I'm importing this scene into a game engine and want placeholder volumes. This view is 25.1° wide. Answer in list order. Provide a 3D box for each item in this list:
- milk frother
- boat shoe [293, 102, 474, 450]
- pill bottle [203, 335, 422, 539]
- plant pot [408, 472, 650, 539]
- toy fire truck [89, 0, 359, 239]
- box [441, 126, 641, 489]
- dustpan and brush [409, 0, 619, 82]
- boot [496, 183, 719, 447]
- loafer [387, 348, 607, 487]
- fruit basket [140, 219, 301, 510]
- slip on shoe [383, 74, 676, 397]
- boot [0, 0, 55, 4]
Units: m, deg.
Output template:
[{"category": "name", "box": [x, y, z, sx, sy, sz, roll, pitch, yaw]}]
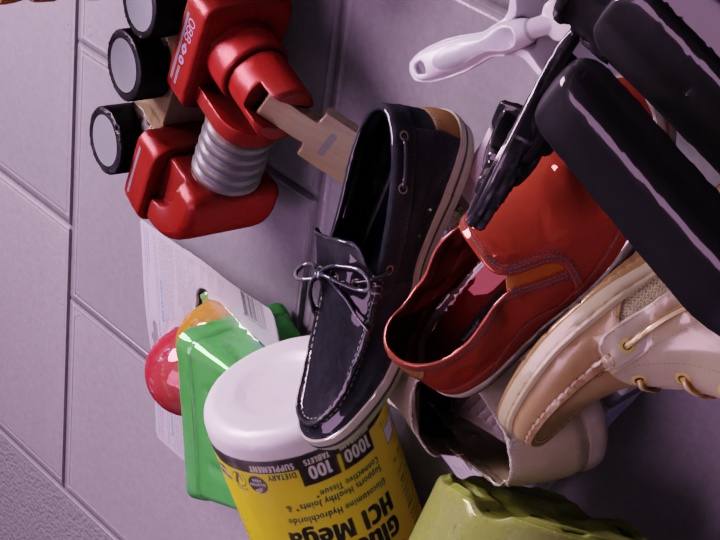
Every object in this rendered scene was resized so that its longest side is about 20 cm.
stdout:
[{"category": "milk frother", "box": [0.156, -0.048, 0.679, 0.188, 0.180, 0.200, 49, 167, 8]}, {"category": "boat shoe", "box": [0.000, 0.000, 0.887, 0.075, 0.062, 0.200, 23, 94, 55]}, {"category": "pill bottle", "box": [-0.019, 0.151, 1.037, 0.112, 0.112, 0.200, 15, 133, 45]}, {"category": "plant pot", "box": [0.075, 0.216, 0.868, 0.200, 0.200, 0.190, 19, 93, 43]}, {"category": "toy fire truck", "box": [-0.061, -0.079, 1.006, 0.200, 0.129, 0.176, 56, 141, 30]}, {"category": "box", "box": [0.088, 0.034, 0.931, 0.156, 0.041, 0.200, 53, 138, 19]}, {"category": "dustpan and brush", "box": [0.106, -0.128, 0.818, 0.200, 0.057, 0.140, -12, 98, 51]}, {"category": "boot", "box": [0.177, 0.059, 0.778, 0.200, 0.073, 0.156, -43, 75, 17]}, {"category": "loafer", "box": [0.046, 0.060, 0.905, 0.200, 0.068, 0.076, 25, 124, 41]}, {"category": "fruit basket", "box": [-0.101, 0.076, 1.151, 0.200, 0.094, 0.186, 35, 133, 55]}, {"category": "slip on shoe", "box": [0.082, -0.015, 0.800, 0.200, 0.061, 0.074, -51, 51, 25]}, {"category": "boot", "box": [-0.183, -0.268, 1.011, 0.077, 0.155, 0.200, 23, 124, 42]}]
